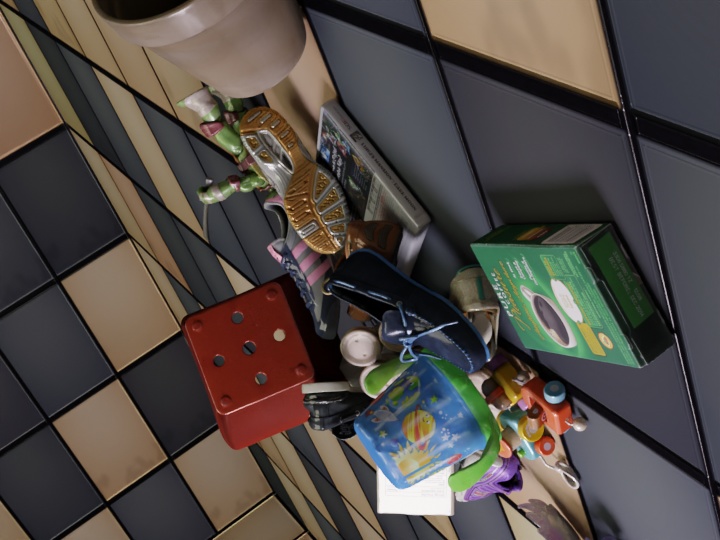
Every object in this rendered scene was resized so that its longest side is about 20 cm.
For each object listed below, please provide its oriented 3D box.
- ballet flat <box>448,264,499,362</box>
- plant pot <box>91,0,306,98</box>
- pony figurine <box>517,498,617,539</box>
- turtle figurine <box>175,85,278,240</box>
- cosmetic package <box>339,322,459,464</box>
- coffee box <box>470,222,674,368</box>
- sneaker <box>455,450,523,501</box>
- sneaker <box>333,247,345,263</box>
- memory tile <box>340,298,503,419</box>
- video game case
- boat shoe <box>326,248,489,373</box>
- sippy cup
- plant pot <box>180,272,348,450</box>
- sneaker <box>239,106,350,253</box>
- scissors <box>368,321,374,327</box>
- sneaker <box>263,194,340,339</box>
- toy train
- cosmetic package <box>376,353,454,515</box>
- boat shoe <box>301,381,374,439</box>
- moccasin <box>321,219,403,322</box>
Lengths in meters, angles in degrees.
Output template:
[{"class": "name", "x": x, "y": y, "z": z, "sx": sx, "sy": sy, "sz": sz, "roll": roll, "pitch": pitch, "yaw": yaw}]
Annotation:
[{"class": "ballet flat", "x": 0.119, "y": 0.069, "z": 1.236, "sx": 0.200, "sy": 0.067, "sz": 0.062, "roll": 81, "pitch": 179, "yaw": -57}, {"class": "plant pot", "x": -0.146, "y": -0.274, "z": 1.172, "sx": 0.200, "sy": 0.200, "sz": 0.174, "roll": 41, "pitch": 174, "yaw": 42}, {"class": "pony figurine", "x": 0.255, "y": 0.378, "z": 1.370, "sx": 0.193, "sy": 0.167, "sz": 0.200, "roll": 48, "pitch": 149, "yaw": 0}, {"class": "turtle figurine", "x": -0.182, "y": -0.154, "z": 1.561, "sx": 0.194, "sy": 0.144, "sz": 0.200, "roll": 62, "pitch": 160, "yaw": -9}, {"class": "cosmetic package", "x": 0.059, "y": 0.179, "z": 1.563, "sx": 0.200, "sy": 0.081, "sz": 0.113, "roll": 56, "pitch": -167, "yaw": -11}, {"class": "coffee box", "x": 0.181, "y": 0.017, "z": 1.010, "sx": 0.123, "sy": 0.044, "sz": 0.200, "roll": 59, "pitch": 164, "yaw": -10}, {"class": "sneaker", "x": 0.172, "y": 0.273, "z": 1.499, "sx": 0.083, "sy": 0.081, "sz": 0.200, "roll": 22, "pitch": 166, "yaw": 12}, {"class": "sneaker", "x": -0.034, "y": -0.016, "z": 1.551, "sx": 0.072, "sy": 0.072, "sz": 0.200, "roll": 14, "pitch": -162, "yaw": -28}, {"class": "memory tile", "x": 0.080, "y": 0.135, "z": 1.381, "sx": 0.200, "sy": 0.153, "sz": 0.017, "roll": 63, "pitch": -164, "yaw": -18}, {"class": "video game case", "x": 0.009, "y": -0.088, "z": 1.349, "sx": 0.182, "sy": 0.023, "sz": 0.200, "roll": 52, "pitch": 165, "yaw": 13}, {"class": "boat shoe", "x": 0.046, "y": 0.056, "z": 1.205, "sx": 0.200, "sy": 0.069, "sz": 0.084, "roll": 32, "pitch": 148, "yaw": 36}, {"class": "sippy cup", "x": 0.068, "y": 0.173, "z": 1.283, "sx": 0.140, "sy": 0.130, "sz": 0.178, "roll": 56, "pitch": 170, "yaw": -6}, {"class": "plant pot", "x": -0.131, "y": 0.111, "z": 1.519, "sx": 0.176, "sy": 0.200, "sz": 0.200, "roll": 63, "pitch": -175, "yaw": -80}, {"class": "sneaker", "x": -0.074, "y": -0.114, "z": 1.405, "sx": 0.200, "sy": 0.076, "sz": 0.088, "roll": 60, "pitch": 180, "yaw": -4}, {"class": "scissors", "x": -0.006, "y": 0.050, "z": 1.691, "sx": 0.200, "sy": 0.014, "sz": 0.073, "roll": 55, "pitch": 162, "yaw": -1}, {"class": "sneaker", "x": -0.075, "y": -0.006, "z": 1.443, "sx": 0.070, "sy": 0.082, "sz": 0.200, "roll": 127, "pitch": 136, "yaw": -65}, {"class": "toy train", "x": 0.189, "y": 0.178, "z": 1.288, "sx": 0.150, "sy": 0.056, "sz": 0.200, "roll": 44, "pitch": 160, "yaw": 38}, {"class": "cosmetic package", "x": 0.071, "y": 0.211, "z": 1.463, "sx": 0.071, "sy": 0.105, "sz": 0.200, "roll": -77, "pitch": -12, "yaw": -67}, {"class": "boat shoe", "x": -0.023, "y": 0.176, "z": 1.410, "sx": 0.199, "sy": 0.074, "sz": 0.066, "roll": 46, "pitch": -140, "yaw": -76}, {"class": "moccasin", "x": -0.001, "y": 0.002, "z": 1.342, "sx": 0.078, "sy": 0.074, "sz": 0.201, "roll": 18, "pitch": 159, "yaw": 4}]
